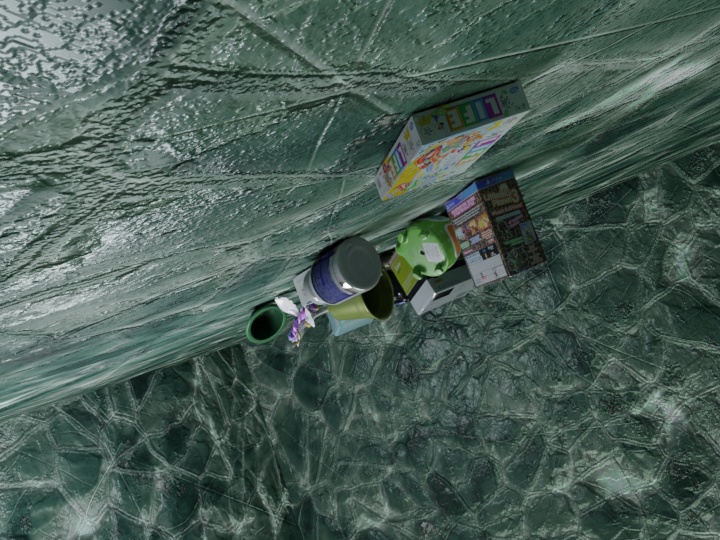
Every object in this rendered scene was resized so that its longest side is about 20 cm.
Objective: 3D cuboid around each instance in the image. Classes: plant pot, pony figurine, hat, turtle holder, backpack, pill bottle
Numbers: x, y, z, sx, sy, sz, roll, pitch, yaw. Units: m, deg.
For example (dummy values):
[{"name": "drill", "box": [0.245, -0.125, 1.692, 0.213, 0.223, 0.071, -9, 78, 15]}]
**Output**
[{"name": "plant pot", "box": [-0.044, 0.135, 2.321, 0.190, 0.202, 0.200, -19, 167, -14]}, {"name": "pony figurine", "box": [-0.185, 0.140, 1.861, 0.163, 0.197, 0.201, 22, -126, 28]}, {"name": "hat", "box": [-0.371, 0.146, 1.975, 0.161, 0.177, 0.205, -15, 136, -29]}, {"name": "turtle holder", "box": [0.170, -0.060, 1.345, 0.131, 0.142, 0.185, -37, 176, -33]}, {"name": "backpack", "box": [0.159, 0.083, 2.641, 0.194, 0.189, 0.146, -16, 176, 18]}, {"name": "pill bottle", "box": [-0.050, 0.011, 1.251, 0.117, 0.123, 0.198, -17, 174, -37]}, {"name": "plant pot", "box": [-0.014, 0.087, 1.849, 0.186, 0.207, 0.198, -18, 178, 36]}]

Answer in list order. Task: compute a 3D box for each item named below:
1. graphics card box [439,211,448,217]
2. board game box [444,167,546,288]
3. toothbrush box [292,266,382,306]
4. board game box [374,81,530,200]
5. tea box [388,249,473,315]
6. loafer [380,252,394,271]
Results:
[{"name": "graphics card box", "box": [0.262, -0.138, 1.409, 0.123, 0.052, 0.198, -18, 173, -37]}, {"name": "board game box", "box": [0.282, -0.084, 1.166, 0.094, 0.206, 0.159, -19, 176, -17]}, {"name": "toothbrush box", "box": [-0.061, 0.016, 1.474, 0.197, 0.088, 0.145, -19, 175, -43]}, {"name": "board game box", "box": [0.098, -0.147, 0.657, 0.131, 0.035, 0.200, -21, 175, -12]}, {"name": "tea box", "box": [0.224, -0.008, 1.652, 0.195, 0.201, 0.135, -17, 156, -30]}, {"name": "loafer", "box": [0.126, -0.025, 1.843, 0.073, 0.072, 0.197, 1, -169, 39]}]
